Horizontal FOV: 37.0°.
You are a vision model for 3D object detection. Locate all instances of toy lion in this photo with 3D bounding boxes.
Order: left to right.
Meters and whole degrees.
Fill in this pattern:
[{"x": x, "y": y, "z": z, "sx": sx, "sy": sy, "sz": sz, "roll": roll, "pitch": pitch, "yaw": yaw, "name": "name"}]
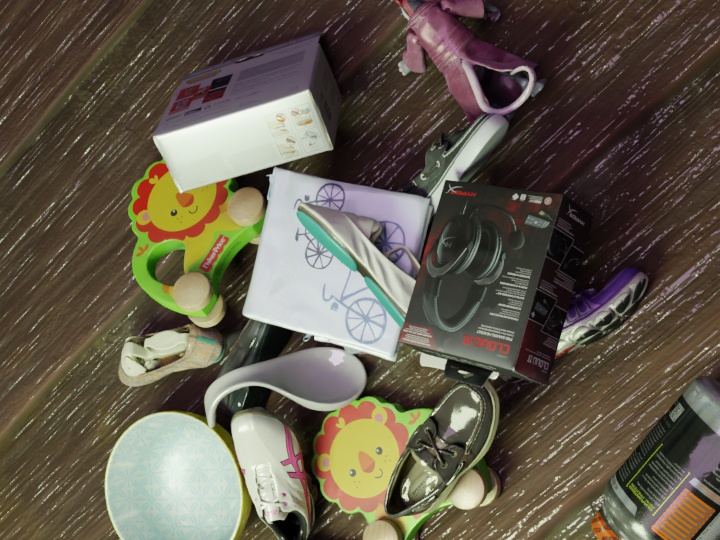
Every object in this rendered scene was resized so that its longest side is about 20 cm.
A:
[{"x": -0.218, "y": -0.055, "z": 1.355, "sx": 0.191, "sy": 0.069, "sz": 0.201, "roll": 23, "pitch": 73, "yaw": 24, "name": "toy lion"}, {"x": 0.041, "y": 0.230, "z": 1.287, "sx": 0.199, "sy": 0.069, "sz": 0.193, "roll": -35, "pitch": 70, "yaw": 19, "name": "toy lion"}]

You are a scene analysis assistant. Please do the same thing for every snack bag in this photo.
[{"x": -0.031, "y": -0.009, "z": 1.240, "sx": 0.198, "sy": 0.021, "sz": 0.190, "roll": 13, "pitch": 91, "yaw": 14, "name": "snack bag"}]

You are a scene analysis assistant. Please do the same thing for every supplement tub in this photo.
[{"x": 0.339, "y": 0.221, "z": 1.121, "sx": 0.122, "sy": 0.122, "sz": 0.200, "roll": 41, "pitch": 105, "yaw": 17, "name": "supplement tub"}]

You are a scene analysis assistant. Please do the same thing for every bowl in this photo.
[{"x": -0.211, "y": 0.271, "z": 1.364, "sx": 0.199, "sy": 0.108, "sz": 0.202, "roll": 0, "pitch": 91, "yaw": 23, "name": "bowl"}]

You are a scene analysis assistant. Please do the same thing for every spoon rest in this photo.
[{"x": -0.090, "y": 0.137, "z": 1.292, "sx": 0.198, "sy": 0.061, "sz": 0.100, "roll": -12, "pitch": 42, "yaw": -10, "name": "spoon rest"}]

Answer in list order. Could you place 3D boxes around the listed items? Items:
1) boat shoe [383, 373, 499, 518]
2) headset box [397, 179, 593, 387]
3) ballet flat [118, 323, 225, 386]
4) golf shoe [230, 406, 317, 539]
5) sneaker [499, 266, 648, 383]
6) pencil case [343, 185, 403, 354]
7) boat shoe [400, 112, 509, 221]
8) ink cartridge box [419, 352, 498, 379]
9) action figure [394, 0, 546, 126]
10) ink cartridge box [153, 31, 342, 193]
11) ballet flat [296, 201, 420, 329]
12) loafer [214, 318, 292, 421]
[{"x": 0.086, "y": 0.199, "z": 1.162, "sx": 0.073, "sy": 0.065, "sz": 0.201, "roll": 38, "pitch": 123, "yaw": 24, "name": "boat shoe"}, {"x": 0.135, "y": 0.019, "z": 1.105, "sx": 0.148, "sy": 0.077, "sz": 0.201, "roll": 12, "pitch": 81, "yaw": 41, "name": "headset box"}, {"x": -0.263, "y": 0.103, "z": 1.387, "sx": 0.199, "sy": 0.067, "sz": 0.069, "roll": -19, "pitch": 63, "yaw": 34, "name": "ballet flat"}, {"x": -0.098, "y": 0.247, "z": 1.274, "sx": 0.072, "sy": 0.092, "sz": 0.201, "roll": -16, "pitch": 124, "yaw": 11, "name": "golf shoe"}, {"x": 0.224, "y": 0.048, "z": 1.195, "sx": 0.199, "sy": 0.080, "sz": 0.084, "roll": -33, "pitch": 71, "yaw": 20, "name": "sneaker"}, {"x": 0.000, "y": 0.000, "z": 1.285, "sx": 0.090, "sy": 0.083, "sz": 0.202, "roll": -18, "pitch": 84, "yaw": 35, "name": "pencil case"}, {"x": 0.097, "y": -0.120, "z": 1.202, "sx": 0.057, "sy": 0.069, "sz": 0.200, "roll": 46, "pitch": 147, "yaw": 6, "name": "boat shoe"}, {"x": 0.146, "y": 0.021, "z": 1.193, "sx": 0.117, "sy": 0.067, "sz": 0.202, "roll": 7, "pitch": 80, "yaw": 42, "name": "ink cartridge box"}, {"x": 0.102, "y": -0.241, "z": 1.211, "sx": 0.200, "sy": 0.149, "sz": 0.134, "roll": 44, "pitch": 111, "yaw": 1, "name": "action figure"}, {"x": -0.129, "y": -0.195, "z": 1.307, "sx": 0.198, "sy": 0.176, "sz": 0.084, "roll": -14, "pitch": 123, "yaw": 15, "name": "ink cartridge box"}, {"x": 0.015, "y": -0.015, "z": 1.191, "sx": 0.200, "sy": 0.069, "sz": 0.069, "roll": 46, "pitch": 107, "yaw": 8, "name": "ballet flat"}, {"x": -0.140, "y": 0.094, "z": 1.354, "sx": 0.072, "sy": 0.073, "sz": 0.201, "roll": 26, "pitch": 99, "yaw": 25, "name": "loafer"}]
